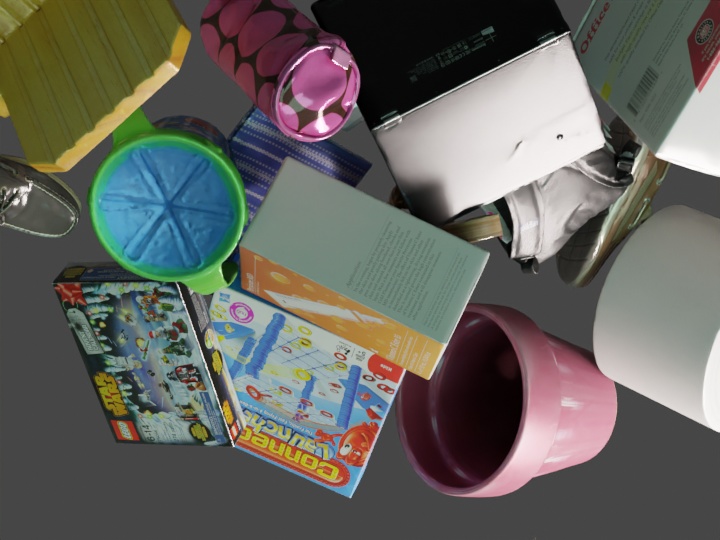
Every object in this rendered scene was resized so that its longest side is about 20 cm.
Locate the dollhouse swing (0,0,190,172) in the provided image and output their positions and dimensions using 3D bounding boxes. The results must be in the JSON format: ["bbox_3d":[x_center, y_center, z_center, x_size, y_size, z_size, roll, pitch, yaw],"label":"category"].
[{"bbox_3d":[-0.261,-0.213,1.131,0.200,0.176,0.182,-39,126,12],"label":"dollhouse swing"}]

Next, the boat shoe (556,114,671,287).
[{"bbox_3d":[0.265,-0.065,1.459,0.072,0.076,0.200,9,122,-25],"label":"boat shoe"}]

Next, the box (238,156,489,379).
[{"bbox_3d":[0.000,0.000,1.287,0.199,0.098,0.124,26,162,5],"label":"box"}]

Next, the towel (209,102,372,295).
[{"bbox_3d":[-0.100,-0.055,1.384,0.145,0.024,0.200,26,113,-31],"label":"towel"}]

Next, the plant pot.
[{"bbox_3d":[0.165,0.140,1.508,0.179,0.200,0.200,8,122,-39],"label":"plant pot"}]

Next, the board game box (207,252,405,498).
[{"bbox_3d":[-0.065,0.106,1.413,0.199,0.056,0.196,23,128,4],"label":"board game box"}]

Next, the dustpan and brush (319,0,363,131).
[{"bbox_3d":[-0.006,-0.215,1.278,0.139,0.057,0.200,-34,126,7],"label":"dustpan and brush"}]

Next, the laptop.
[{"bbox_3d":[0.088,-0.170,1.245,0.187,0.201,0.116,-26,166,3],"label":"laptop"}]

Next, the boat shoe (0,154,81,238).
[{"bbox_3d":[-0.339,-0.072,1.272,0.200,0.066,0.072,29,111,-31],"label":"boat shoe"}]

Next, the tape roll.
[{"bbox_3d":[0.354,0.048,1.471,0.202,0.139,0.203,-25,127,-38],"label":"tape roll"}]

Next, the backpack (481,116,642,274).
[{"bbox_3d":[0.149,-0.119,1.351,0.167,0.127,0.200,-45,128,-5],"label":"backpack"}]

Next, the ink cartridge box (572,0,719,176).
[{"bbox_3d":[0.288,-0.202,1.291,0.083,0.200,0.145,13,119,-28],"label":"ink cartridge box"}]

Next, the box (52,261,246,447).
[{"bbox_3d":[-0.203,0.083,1.387,0.136,0.040,0.201,-1,123,23],"label":"box"}]

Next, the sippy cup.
[{"bbox_3d":[-0.164,-0.076,1.272,0.139,0.130,0.178,12,111,-4],"label":"sippy cup"}]

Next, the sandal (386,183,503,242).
[{"bbox_3d":[0.059,-0.056,1.366,0.077,0.211,0.070,-13,93,-32],"label":"sandal"}]

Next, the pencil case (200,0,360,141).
[{"bbox_3d":[-0.068,-0.184,1.194,0.094,0.200,0.091,-47,129,5],"label":"pencil case"}]
